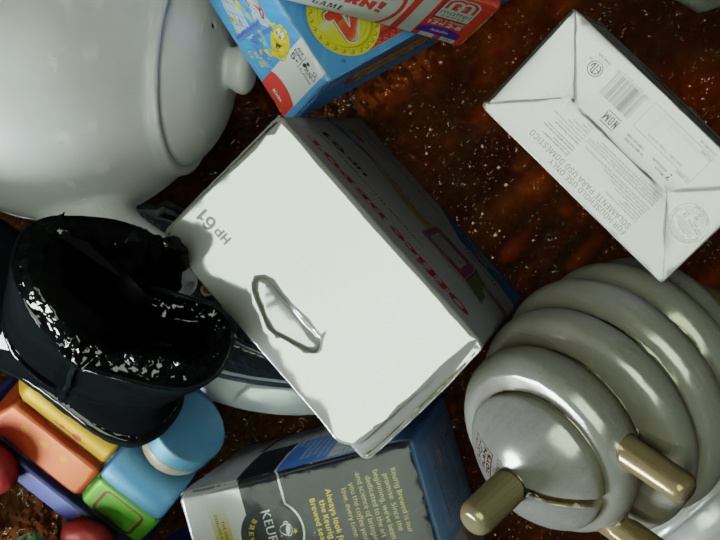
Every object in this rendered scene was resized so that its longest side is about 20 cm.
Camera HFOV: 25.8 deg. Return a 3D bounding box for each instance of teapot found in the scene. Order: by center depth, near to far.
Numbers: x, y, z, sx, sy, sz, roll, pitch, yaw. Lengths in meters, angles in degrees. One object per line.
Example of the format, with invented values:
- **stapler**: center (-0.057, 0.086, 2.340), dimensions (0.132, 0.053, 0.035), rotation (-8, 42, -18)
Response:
- **teapot**: center (-0.125, -0.118, 0.831), dimensions (0.145, 0.198, 0.201), rotation (5, 128, 11)

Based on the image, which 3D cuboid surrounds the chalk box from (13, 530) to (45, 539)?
- **chalk box**: center (-0.193, 0.244, 0.890), dimensions (0.124, 0.200, 0.124), rotation (-33, 119, 25)

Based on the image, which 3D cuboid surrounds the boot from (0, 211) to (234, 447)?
- **boot**: center (-0.156, 0.005, 0.742), dimensions (0.200, 0.168, 0.077), rotation (34, 67, -2)

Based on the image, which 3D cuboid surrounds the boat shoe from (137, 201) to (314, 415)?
- **boat shoe**: center (-0.087, 0.018, 0.893), dimensions (0.199, 0.071, 0.091), rotation (14, 103, 12)

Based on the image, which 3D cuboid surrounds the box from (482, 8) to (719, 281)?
- **box**: center (0.132, -0.066, 0.775), dimensions (0.117, 0.200, 0.060), rotation (44, 104, 2)

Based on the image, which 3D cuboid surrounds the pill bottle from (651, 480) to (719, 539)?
- **pill bottle**: center (0.224, 0.173, 0.824), dimensions (0.112, 0.112, 0.200), rotation (-43, 86, 12)

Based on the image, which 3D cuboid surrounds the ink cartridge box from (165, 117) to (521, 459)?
- **ink cartridge box**: center (0.000, 0.000, 0.808), dimensions (0.085, 0.200, 0.145), rotation (-43, 87, 13)

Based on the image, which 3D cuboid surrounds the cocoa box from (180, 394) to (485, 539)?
- **cocoa box**: center (0.005, 0.187, 0.860), dimensions (0.131, 0.133, 0.201), rotation (-16, 93, 12)

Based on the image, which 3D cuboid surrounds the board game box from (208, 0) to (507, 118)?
- **board game box**: center (-0.006, -0.207, 0.802), dimensions (0.200, 0.056, 0.196), rotation (-33, 89, -29)

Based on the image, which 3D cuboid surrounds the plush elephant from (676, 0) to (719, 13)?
- **plush elephant**: center (0.236, -0.178, 0.779), dimensions (0.155, 0.164, 0.201), rotation (-24, 52, 47)

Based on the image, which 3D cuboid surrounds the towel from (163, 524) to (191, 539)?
- **towel**: center (-0.103, 0.227, 0.854), dimensions (0.049, 0.200, 0.148), rotation (-22, 90, 22)

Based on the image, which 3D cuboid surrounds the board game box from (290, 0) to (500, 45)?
- **board game box**: center (-0.007, -0.221, 0.748), dimensions (0.151, 0.046, 0.201), rotation (10, 70, -21)

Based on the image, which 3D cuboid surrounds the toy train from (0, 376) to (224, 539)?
- **toy train**: center (-0.174, 0.065, 0.866), dimensions (0.200, 0.085, 0.116), rotation (40, 132, -6)

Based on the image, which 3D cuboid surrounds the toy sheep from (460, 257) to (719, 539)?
- **toy sheep**: center (0.119, 0.065, 0.749), dimensions (0.138, 0.200, 0.138), rotation (26, 132, 34)
